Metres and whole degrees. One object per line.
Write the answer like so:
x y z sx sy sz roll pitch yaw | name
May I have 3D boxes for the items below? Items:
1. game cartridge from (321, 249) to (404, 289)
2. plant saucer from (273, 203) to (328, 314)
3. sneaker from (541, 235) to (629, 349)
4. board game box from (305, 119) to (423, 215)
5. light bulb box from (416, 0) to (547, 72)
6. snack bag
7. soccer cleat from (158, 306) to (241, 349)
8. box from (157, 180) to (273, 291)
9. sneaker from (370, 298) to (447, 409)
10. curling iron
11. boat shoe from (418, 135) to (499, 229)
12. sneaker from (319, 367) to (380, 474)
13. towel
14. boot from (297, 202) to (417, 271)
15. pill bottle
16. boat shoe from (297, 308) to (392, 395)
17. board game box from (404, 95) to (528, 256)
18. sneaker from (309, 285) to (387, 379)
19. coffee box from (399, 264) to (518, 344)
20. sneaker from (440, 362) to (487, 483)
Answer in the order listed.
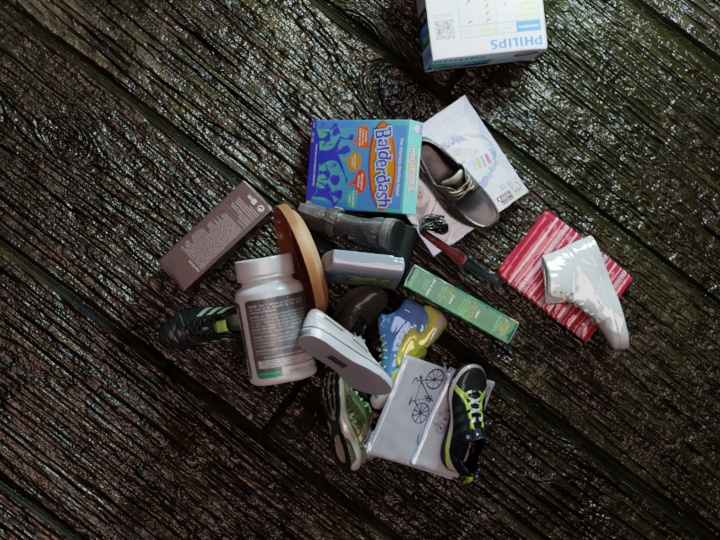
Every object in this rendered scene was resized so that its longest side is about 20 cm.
0.000 0.000 1.659 0.133 0.200 0.041 10 83 0 | game cartridge
-0.095 -0.014 1.659 0.032 0.200 0.201 -20 92 -13 | plant saucer
0.374 0.054 1.715 0.115 0.074 0.201 -20 82 -2 | sneaker
0.004 -0.173 1.681 0.199 0.045 0.153 5 91 34 | board game box
0.196 -0.449 1.690 0.197 0.125 0.201 -6 92 -2 | light bulb box
0.119 0.248 1.716 0.199 0.021 0.189 22 92 -28 | snack bag
-0.248 0.092 1.715 0.199 0.081 0.068 -10 91 -1 | soccer cleat
-0.240 -0.057 1.703 0.200 0.100 0.075 -44 91 -1 | box
0.057 0.136 1.736 0.105 0.076 0.200 36 86 13 | sneaker
0.173 -0.028 1.713 0.050 0.026 0.200 -35 119 27 | curling iron
0.151 -0.142 1.678 0.200 0.073 0.075 42 91 -2 | boat shoe
-0.012 0.244 1.743 0.088 0.077 0.201 -9 90 -32 | sneaker
0.355 0.009 1.756 0.200 0.022 0.145 37 88 -4 | towel
-0.003 -0.066 1.691 0.173 0.200 0.070 14 78 21 | boot
-0.140 0.078 1.631 0.113 0.113 0.201 -10 93 -1 | pill bottle
-0.019 0.132 1.629 0.200 0.072 0.066 35 50 -27 | boat shoe
0.150 -0.162 1.736 0.200 0.043 0.199 -34 93 0 | board game box
-0.026 0.110 1.704 0.200 0.091 0.076 -44 125 9 | sneaker
0.163 0.057 1.704 0.199 0.123 0.044 29 88 0 | coffee box
0.191 0.256 1.694 0.071 0.083 0.201 0 102 -30 | sneaker
